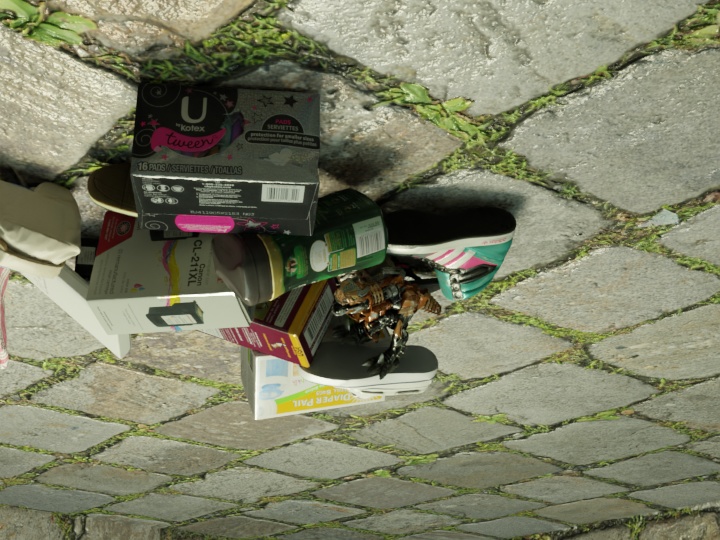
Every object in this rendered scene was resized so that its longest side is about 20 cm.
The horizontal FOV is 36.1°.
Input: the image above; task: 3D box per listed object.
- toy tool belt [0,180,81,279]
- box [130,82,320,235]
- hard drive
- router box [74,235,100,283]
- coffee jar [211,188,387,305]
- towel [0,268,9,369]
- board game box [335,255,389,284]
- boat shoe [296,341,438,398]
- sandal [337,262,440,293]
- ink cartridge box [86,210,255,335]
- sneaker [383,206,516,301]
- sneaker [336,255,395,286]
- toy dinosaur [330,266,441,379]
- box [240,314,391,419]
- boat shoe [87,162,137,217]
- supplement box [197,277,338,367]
[{"bbox_3d":[-0.451,-0.051,1.363,0.198,0.127,0.122,18,143,-35],"label":"toy tool belt"},{"bbox_3d":[-0.144,-0.121,1.207,0.196,0.117,0.133,1,156,-6],"label":"box"},{"bbox_3d":[-0.399,0.031,1.522,0.199,0.026,0.132,39,157,7],"label":"hard drive"},{"bbox_3d":[-0.327,0.022,1.600,0.147,0.063,0.201,2,156,-6],"label":"router box"},{"bbox_3d":[-0.073,-0.028,1.308,0.197,0.087,0.104,-18,-150,-25],"label":"coffee jar"},{"bbox_3d":[-0.502,0.039,1.538,0.029,0.149,0.200,0,157,-13],"label":"towel"},{"bbox_3d":[-0.012,-0.032,1.520,0.094,0.031,0.199,16,154,-32],"label":"board game box"},{"bbox_3d":[0.008,0.144,1.499,0.196,0.074,0.066,5,131,-12],"label":"boat shoe"},{"bbox_3d":[0.028,0.015,1.598,0.196,0.046,0.075,-4,165,-1],"label":"sandal"},{"bbox_3d":[-0.235,-0.005,1.424,0.196,0.148,0.083,-4,144,10],"label":"ink cartridge box"},{"bbox_3d":[0.100,-0.017,1.447,0.196,0.084,0.122,-3,132,-6],"label":"sneaker"},{"bbox_3d":[0.000,0.000,1.466,0.069,0.077,0.200,-11,155,24],"label":"sneaker"},{"bbox_3d":[0.038,0.057,1.435,0.197,0.103,0.137,14,115,-28],"label":"toy dinosaur"},{"bbox_3d":[-0.065,0.125,1.568,0.196,0.102,0.114,-7,123,-16],"label":"box"},{"bbox_3d":[-0.234,-0.082,1.349,0.196,0.074,0.065,7,151,-15],"label":"boat shoe"},{"bbox_3d":[-0.139,0.037,1.479,0.197,0.111,0.086,16,150,22],"label":"supplement box"}]
